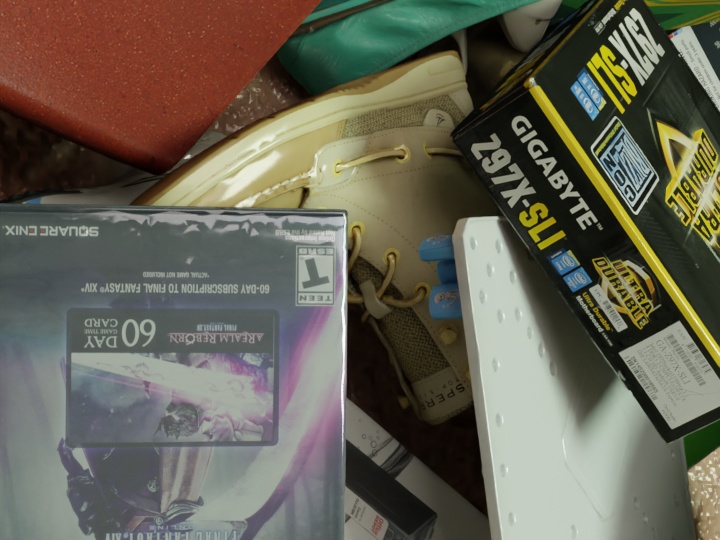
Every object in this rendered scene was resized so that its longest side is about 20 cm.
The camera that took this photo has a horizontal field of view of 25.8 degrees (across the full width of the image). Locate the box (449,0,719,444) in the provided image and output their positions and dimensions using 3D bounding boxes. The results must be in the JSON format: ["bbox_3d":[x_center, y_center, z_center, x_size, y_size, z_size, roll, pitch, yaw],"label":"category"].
[{"bbox_3d":[0.129,-0.037,0.715,0.160,0.049,0.200,53,30,-5],"label":"box"}]

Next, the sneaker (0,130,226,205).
[{"bbox_3d":[-0.130,-0.003,0.705,0.199,0.072,0.073,-23,91,-29],"label":"sneaker"}]

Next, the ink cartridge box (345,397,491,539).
[{"bbox_3d":[-0.046,0.127,0.688,0.200,0.084,0.145,41,58,-8],"label":"ink cartridge box"}]

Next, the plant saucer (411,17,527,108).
[{"bbox_3d":[0.113,-0.065,0.879,0.199,0.029,0.201,11,66,-24],"label":"plant saucer"}]

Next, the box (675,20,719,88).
[{"bbox_3d":[0.259,-0.129,0.894,0.200,0.107,0.148,54,20,-1],"label":"box"}]

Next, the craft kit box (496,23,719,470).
[{"bbox_3d":[0.137,0.003,0.820,0.197,0.048,0.201,-31,94,-18],"label":"craft kit box"}]

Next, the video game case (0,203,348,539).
[{"bbox_3d":[-0.076,0.076,0.609,0.142,0.019,0.201,1,88,-10],"label":"video game case"}]

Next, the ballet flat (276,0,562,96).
[{"bbox_3d":[0.053,-0.135,0.798,0.071,0.199,0.067,60,22,-26],"label":"ballet flat"}]

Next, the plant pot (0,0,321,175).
[{"bbox_3d":[-0.117,-0.158,0.675,0.200,0.200,0.176,-47,116,2],"label":"plant pot"}]

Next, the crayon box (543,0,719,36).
[{"bbox_3d":[0.175,-0.194,0.801,0.052,0.199,0.126,13,72,-62],"label":"crayon box"}]

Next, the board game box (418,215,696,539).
[{"bbox_3d":[0.095,0.076,0.701,0.200,0.026,0.201,-5,87,-58],"label":"board game box"}]

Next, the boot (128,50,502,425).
[{"bbox_3d":[0.000,0.000,0.696,0.200,0.073,0.156,-27,96,-43],"label":"boot"}]
